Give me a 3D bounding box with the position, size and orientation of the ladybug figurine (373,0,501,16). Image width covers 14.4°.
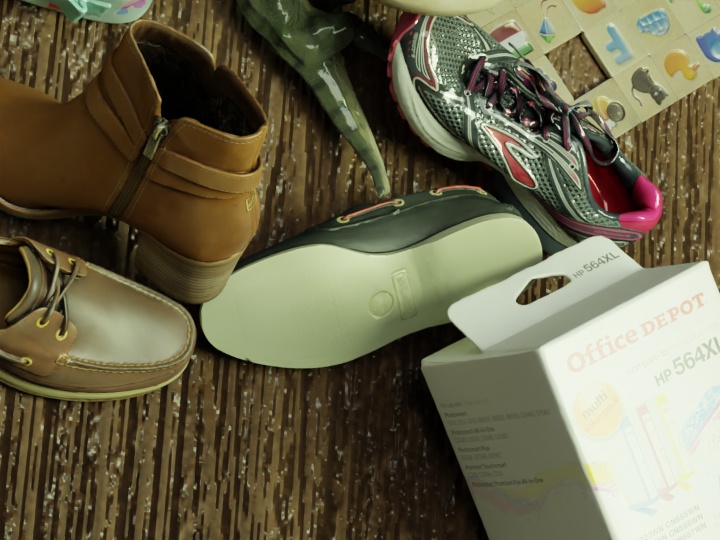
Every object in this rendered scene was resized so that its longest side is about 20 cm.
[{"bbox_3d":[0.030,-0.205,1.630,0.135,0.072,0.200,14,24,-9],"label":"ladybug figurine"}]

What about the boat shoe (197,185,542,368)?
[{"bbox_3d":[0.000,0.003,1.608,0.201,0.063,0.074,-15,117,-16],"label":"boat shoe"}]

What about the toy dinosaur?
[{"bbox_3d":[-0.018,-0.141,1.655,0.088,0.047,0.200,-34,85,-27],"label":"toy dinosaur"}]

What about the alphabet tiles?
[{"bbox_3d":[0.151,-0.175,1.770,0.200,0.008,0.167,-31,87,-31],"label":"alphabet tiles"}]

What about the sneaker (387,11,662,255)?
[{"bbox_3d":[0.096,-0.088,1.649,0.200,0.075,0.081,41,60,-25],"label":"sneaker"}]

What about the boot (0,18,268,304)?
[{"bbox_3d":[-0.137,-0.077,1.500,0.200,0.155,0.077,38,57,12],"label":"boot"}]

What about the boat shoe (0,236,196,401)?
[{"bbox_3d":[-0.177,0.020,1.511,0.200,0.068,0.072,14,67,-20],"label":"boat shoe"}]

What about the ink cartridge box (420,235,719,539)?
[{"bbox_3d":[0.137,0.090,1.577,0.128,0.125,0.200,-26,98,-29],"label":"ink cartridge box"}]

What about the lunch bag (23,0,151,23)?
[{"bbox_3d":[-0.182,-0.228,1.592,0.200,0.077,0.161,16,66,-19],"label":"lunch bag"}]
